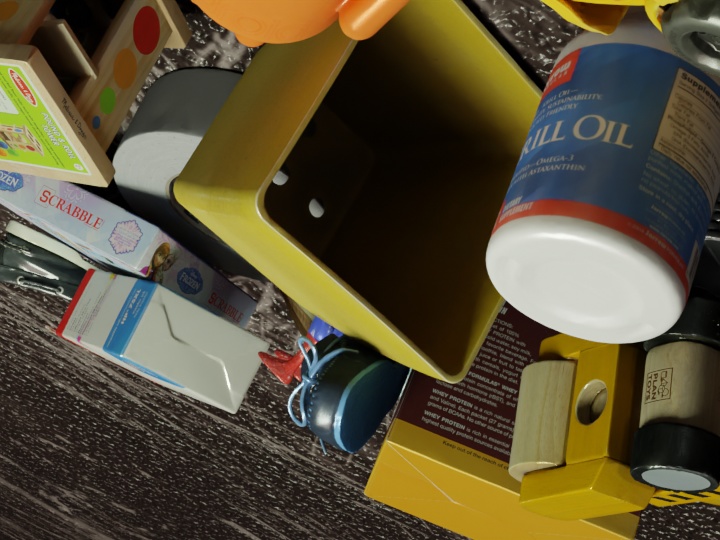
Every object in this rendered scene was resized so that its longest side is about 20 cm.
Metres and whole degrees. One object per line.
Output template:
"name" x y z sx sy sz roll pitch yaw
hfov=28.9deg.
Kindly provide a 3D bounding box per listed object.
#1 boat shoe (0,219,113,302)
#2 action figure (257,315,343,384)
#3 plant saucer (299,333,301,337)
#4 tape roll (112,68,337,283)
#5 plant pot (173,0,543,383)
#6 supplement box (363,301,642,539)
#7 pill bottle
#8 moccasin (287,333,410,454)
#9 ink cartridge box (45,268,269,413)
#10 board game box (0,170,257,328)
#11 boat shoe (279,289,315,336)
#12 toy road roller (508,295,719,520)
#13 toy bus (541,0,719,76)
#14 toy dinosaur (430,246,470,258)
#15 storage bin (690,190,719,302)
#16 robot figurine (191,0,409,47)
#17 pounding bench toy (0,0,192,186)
"boat shoe" -0.244 0.029 1.271 0.199 0.066 0.074 32 173 -24
"action figure" 0.000 0.000 1.074 0.052 0.200 0.065 47 -170 16
"plant saucer" 0.042 0.081 1.297 0.199 0.028 0.200 16 162 5
"tape roll" -0.095 -0.071 1.119 0.200 0.066 0.200 18 152 10
"plant pot" -0.006 -0.066 0.944 0.200 0.200 0.176 41 159 -31
"supplement box" 0.135 0.107 1.115 0.197 0.200 0.133 21 153 3
"pill bottle" 0.151 -0.070 0.792 0.112 0.200 0.112 17 152 10
"moccasin" -0.015 0.084 1.001 0.068 0.081 0.200 21 -176 10
"ink cartridge box" -0.177 0.055 1.181 0.116 0.067 0.200 31 169 -29
"board game box" -0.212 -0.024 1.214 0.199 0.041 0.200 26 171 25
"boat shoe" -0.021 0.037 1.187 0.200 0.063 0.073 52 169 46
"toy road roller" 0.211 0.110 0.958 0.146 0.123 0.200 24 154 -27
"toy bus" 0.131 -0.179 0.708 0.200 0.136 0.192 32 164 -23
"toy dinosaur" 0.081 -0.016 1.031 0.200 0.101 0.058 -19 89 47
"storage bin" 0.246 0.002 0.963 0.135 0.094 0.200 -4 143 41
"robot figurine" -0.036 -0.205 0.786 0.116 0.144 0.200 -9 163 -25
"pounding bench toy" -0.221 -0.183 0.916 0.124 0.156 0.200 10 150 25
